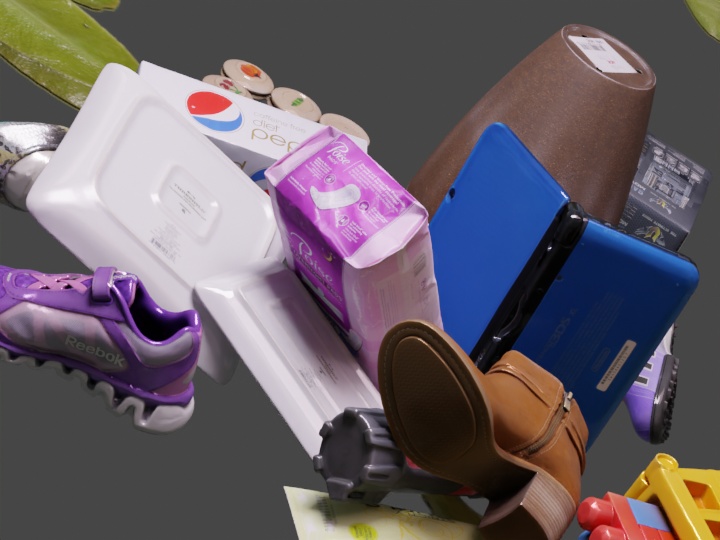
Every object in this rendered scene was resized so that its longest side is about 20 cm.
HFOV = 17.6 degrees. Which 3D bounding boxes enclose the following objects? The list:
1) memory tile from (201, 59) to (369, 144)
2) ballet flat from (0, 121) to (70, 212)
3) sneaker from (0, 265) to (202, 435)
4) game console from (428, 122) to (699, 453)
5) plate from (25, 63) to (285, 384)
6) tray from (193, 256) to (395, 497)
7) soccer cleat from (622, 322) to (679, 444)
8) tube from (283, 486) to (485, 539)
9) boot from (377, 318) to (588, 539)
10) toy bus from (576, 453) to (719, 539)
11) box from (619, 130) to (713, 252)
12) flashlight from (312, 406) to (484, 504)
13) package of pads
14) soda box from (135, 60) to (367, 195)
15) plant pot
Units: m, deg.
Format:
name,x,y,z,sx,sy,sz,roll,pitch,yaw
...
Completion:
name,x,y,z,sx,sy,sz,roll,pitch,yaw
memory tile,-0.081,-0.118,1.992,0.153,0.017,0.200,33,28,5
ballet flat,-0.208,-0.065,1.725,0.200,0.072,0.072,8,35,-36
sneaker,-0.191,0.029,1.574,0.199,0.089,0.081,26,29,-6
game console,0.135,0.018,1.781,0.170,0.200,0.119,22,29,-16
plate,-0.135,-0.043,1.706,0.200,0.032,0.200,44,36,-17
tray,-0.030,0.074,1.666,0.200,0.022,0.107,54,34,11
soccer cleat,0.226,0.077,1.933,0.073,0.069,0.200,5,33,4
tube,0.045,0.190,1.580,0.199,0.058,0.052,16,71,-18
boot,0.088,0.090,1.597,0.201,0.073,0.155,60,28,-17
toy bus,0.235,0.224,1.598,0.191,0.136,0.200,17,32,-32
box,0.233,-0.100,2.227,0.199,0.051,0.158,32,28,1
flashlight,0.043,0.124,1.619,0.200,0.068,0.068,13,38,-56
package of pads,0.000,0.000,1.703,0.076,0.200,0.120,-37,60,-17
soda box,-0.097,-0.095,1.868,0.199,0.064,0.068,19,39,-13
plant pot,0.166,-0.106,2.012,0.186,0.200,0.187,22,29,-13
